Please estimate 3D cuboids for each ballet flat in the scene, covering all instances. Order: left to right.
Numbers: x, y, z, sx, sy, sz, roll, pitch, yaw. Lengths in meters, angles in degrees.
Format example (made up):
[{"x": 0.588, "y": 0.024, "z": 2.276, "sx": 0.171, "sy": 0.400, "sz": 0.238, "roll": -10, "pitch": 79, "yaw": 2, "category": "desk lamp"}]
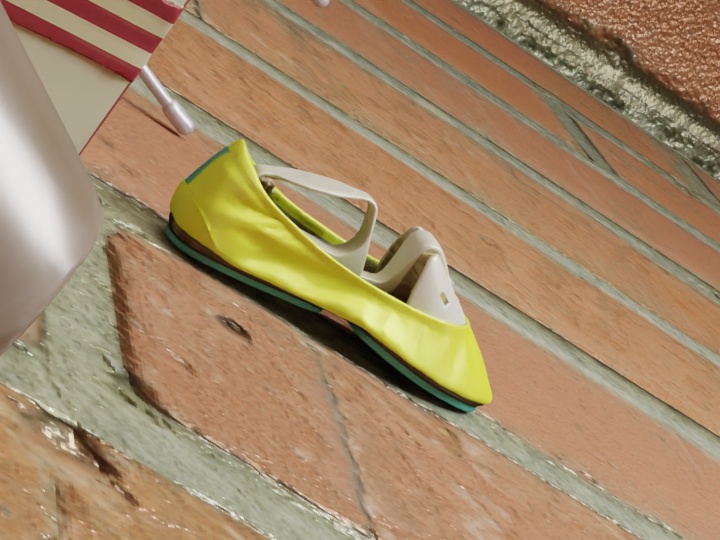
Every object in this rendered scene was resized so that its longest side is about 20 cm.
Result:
[{"x": 0.000, "y": 0.000, "z": 1.248, "sx": 0.200, "sy": 0.067, "sz": 0.067, "roll": 31, "pitch": 12, "yaw": -25, "category": "ballet flat"}]

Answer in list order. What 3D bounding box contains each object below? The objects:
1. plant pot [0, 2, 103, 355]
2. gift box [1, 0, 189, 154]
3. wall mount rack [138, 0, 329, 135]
[{"x": -0.167, "y": -0.041, "z": 0.696, "sx": 0.174, "sy": 0.200, "sz": 0.200, "roll": 49, "pitch": 8, "yaw": -14, "category": "plant pot"}, {"x": -0.175, "y": -0.168, "z": 1.127, "sx": 0.186, "sy": 0.185, "sz": 0.200, "roll": 28, "pitch": 7, "yaw": -40, "category": "gift box"}, {"x": -0.121, "y": -0.179, "z": 1.448, "sx": 0.174, "sy": 0.200, "sz": 0.075, "roll": 37, "pitch": -23, "yaw": 18, "category": "wall mount rack"}]
